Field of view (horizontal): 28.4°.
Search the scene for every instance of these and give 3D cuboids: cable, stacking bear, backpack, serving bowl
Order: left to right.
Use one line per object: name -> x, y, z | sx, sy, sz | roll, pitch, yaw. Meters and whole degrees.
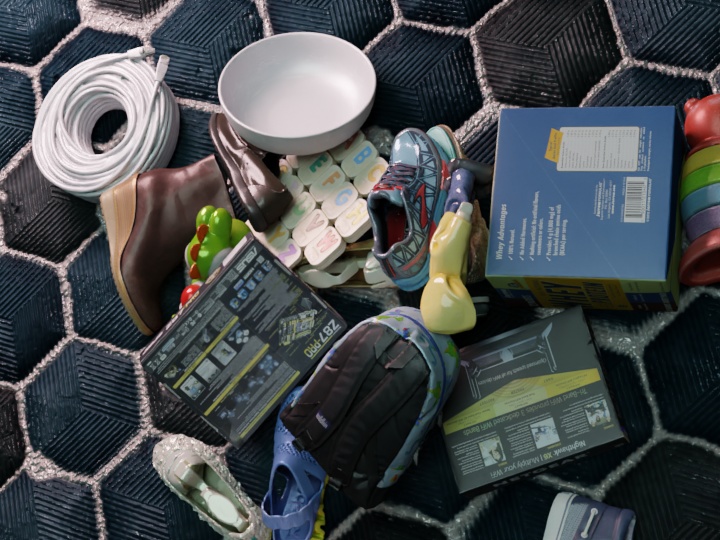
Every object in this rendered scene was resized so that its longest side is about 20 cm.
cable -> -0.335, -0.188, 1.881 | 0.197, 0.069, 0.203 | -2, 75, 19
serving bowl -> -0.076, -0.209, 1.775 | 0.197, 0.066, 0.202 | -2, 46, 2
backpack -> 0.024, 0.133, 1.585 | 0.163, 0.153, 0.201 | 42, 132, 22
stacking bear -> 0.405, -0.100, 1.581 | 0.119, 0.114, 0.203 | -5, 66, 9

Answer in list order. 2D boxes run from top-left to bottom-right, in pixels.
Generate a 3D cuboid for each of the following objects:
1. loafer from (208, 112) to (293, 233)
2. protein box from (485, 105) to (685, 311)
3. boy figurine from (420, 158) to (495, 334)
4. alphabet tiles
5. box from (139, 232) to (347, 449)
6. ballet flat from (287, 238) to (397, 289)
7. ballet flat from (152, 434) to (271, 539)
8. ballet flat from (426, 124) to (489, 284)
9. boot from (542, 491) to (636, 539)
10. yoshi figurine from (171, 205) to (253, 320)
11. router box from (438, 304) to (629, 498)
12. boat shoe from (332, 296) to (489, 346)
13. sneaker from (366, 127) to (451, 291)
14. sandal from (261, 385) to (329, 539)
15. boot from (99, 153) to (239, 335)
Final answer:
loafer -> -0.133, -0.130, 1.785 | 0.071, 0.073, 0.201 | -25, 53, -3
protein box -> 0.257, -0.068, 1.604 | 0.197, 0.135, 0.202 | 1, 75, 19
boy figurine -> 0.107, -0.026, 1.566 | 0.063, 0.125, 0.202 | 9, 59, 0
alphabet tiles -> -0.056, -0.087, 1.743 | 0.195, 0.015, 0.201 | -41, 43, 5
box -> -0.138, 0.083, 1.677 | 0.161, 0.049, 0.200 | 41, 92, -13
ballet flat -> 0.000, 0.000, 1.709 | 0.197, 0.063, 0.069 | -4, 117, 23
ballet flat -> -0.182, 0.259, 1.699 | 0.199, 0.072, 0.072 | 37, 88, 25
ballet flat -> 0.118, -0.075, 1.695 | 0.070, 0.065, 0.203 | -26, 63, 42
boot -> 0.233, 0.343, 1.525 | 0.089, 0.073, 0.203 | 9, 77, 27
yoshi figurine -> -0.170, 0.021, 1.738 | 0.111, 0.112, 0.203 | 6, 101, -6
router box -> 0.185, 0.149, 1.610 | 0.198, 0.052, 0.159 | -20, 69, 13
boat shoe -> 0.065, 0.082, 1.668 | 0.198, 0.073, 0.063 | -20, 80, 16
sneaker -> 0.052, -0.084, 1.637 | 0.078, 0.095, 0.203 | -16, 60, 31
sandal -> -0.073, 0.232, 1.659 | 0.078, 0.087, 0.203 | -5, 71, 19
boot -> -0.232, -0.034, 1.795 | 0.164, 0.072, 0.203 | -16, 84, 5
